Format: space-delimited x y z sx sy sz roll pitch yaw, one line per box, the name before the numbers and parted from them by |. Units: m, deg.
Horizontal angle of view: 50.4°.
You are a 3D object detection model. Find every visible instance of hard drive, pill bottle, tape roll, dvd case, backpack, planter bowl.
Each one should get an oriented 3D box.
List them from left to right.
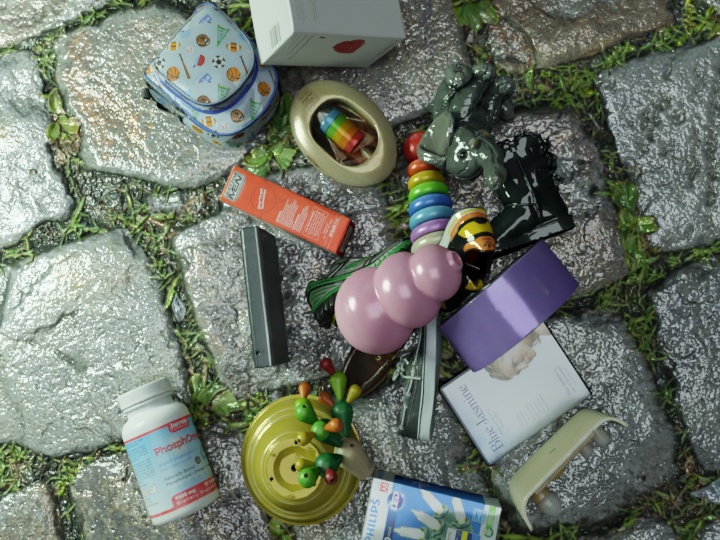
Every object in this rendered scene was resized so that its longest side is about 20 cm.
pill bottle | -0.299 0.274 1.175 0.107 0.109 0.203 -22 85 2
backpack | -0.220 -0.298 1.194 0.190 0.154 0.201 41 87 -5
hard drive | -0.145 0.042 1.163 0.032 0.140 0.205 -7 86 4
planter bowl | -0.096 0.296 1.172 0.196 0.083 0.205 0 86 5
tape roll | 0.212 0.051 1.108 0.199 0.200 0.085 -40 85 0
dvd case | 0.238 0.187 1.188 0.198 0.018 0.144 -34 85 1

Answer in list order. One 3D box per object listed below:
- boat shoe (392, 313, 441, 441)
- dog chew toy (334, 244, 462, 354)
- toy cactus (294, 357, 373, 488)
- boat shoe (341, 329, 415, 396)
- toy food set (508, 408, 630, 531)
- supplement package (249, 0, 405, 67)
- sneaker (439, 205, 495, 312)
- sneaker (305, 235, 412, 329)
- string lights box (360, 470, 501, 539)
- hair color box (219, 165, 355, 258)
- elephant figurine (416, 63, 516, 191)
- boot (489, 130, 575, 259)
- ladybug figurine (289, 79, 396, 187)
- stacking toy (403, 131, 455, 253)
boat shoe | 0.086 0.159 1.170 0.067 0.074 0.204 6 106 12
dog chew toy | 0.058 0.033 1.070 0.199 0.124 0.126 -33 84 28
toy cactus | -0.031 0.240 1.117 0.101 0.202 0.166 -27 120 23
boat shoe | 0.033 0.106 1.180 0.070 0.070 0.202 35 90 16
toy food set | 0.300 0.284 1.114 0.200 0.144 0.060 -45 84 0
supplement package | -0.050 -0.385 1.151 0.197 0.121 0.122 -8 85 -32
sneaker | 0.145 0.008 1.103 0.068 0.202 0.091 -1 47 -14
sneaker | 0.000 0.000 1.189 0.198 0.079 0.086 -31 57 -10
string lights box | 0.106 0.381 1.164 0.196 0.059 0.105 11 88 5
hair color box | -0.110 -0.089 1.190 0.197 0.102 0.062 24 89 5
elephant figurine | 0.152 -0.190 1.123 0.138 0.156 0.204 10 71 9
boot | 0.225 -0.113 1.183 0.195 0.073 0.165 -20 82 4
ladybug figurine | -0.027 -0.213 1.206 0.136 0.072 0.200 -45 85 1
stacking toy | 0.102 -0.120 1.183 0.084 0.086 0.204 -11 70 3
